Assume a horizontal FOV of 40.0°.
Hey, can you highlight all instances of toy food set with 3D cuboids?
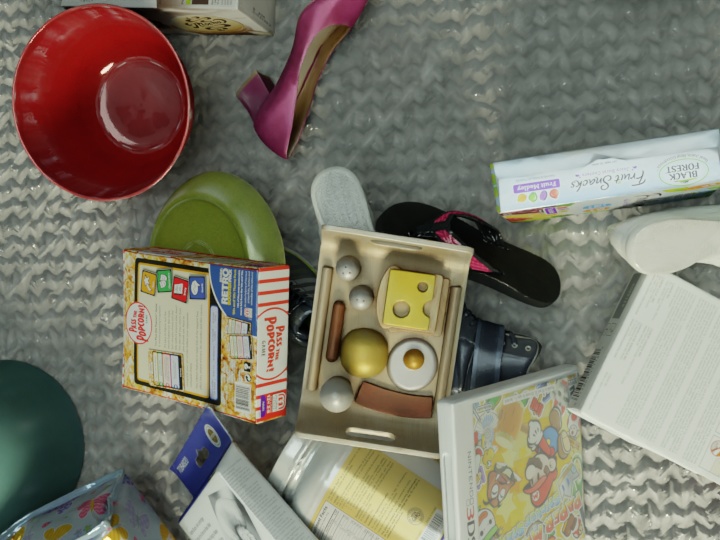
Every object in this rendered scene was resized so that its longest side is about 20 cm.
[{"bbox_3d":[0.021,0.065,0.920,0.143,0.060,0.200,8,95,1],"label":"toy food set"}]

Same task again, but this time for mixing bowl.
[{"bbox_3d":[-0.258,-0.179,1.066,0.200,0.108,0.200,2,99,11],"label":"mixing bowl"}]

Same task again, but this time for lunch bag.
[{"bbox_3d":[-0.298,0.332,1.054,0.200,0.127,0.170,-29,110,8],"label":"lunch bag"}]

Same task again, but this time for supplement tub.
[{"bbox_3d":[0.021,0.225,0.986,0.200,0.145,0.145,31,97,12],"label":"supplement tub"}]

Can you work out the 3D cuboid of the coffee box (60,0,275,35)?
[{"bbox_3d":[-0.201,-0.303,1.057,0.200,0.113,0.080,4,90,13],"label":"coffee box"}]

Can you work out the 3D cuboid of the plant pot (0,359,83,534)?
[{"bbox_3d":[-0.434,0.206,1.089,0.200,0.161,0.201,0,91,14],"label":"plant pot"}]

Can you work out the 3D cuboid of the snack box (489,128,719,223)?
[{"bbox_3d":[0.231,-0.085,0.936,0.200,0.142,0.053,-8,88,13],"label":"snack box"}]

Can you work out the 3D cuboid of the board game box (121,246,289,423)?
[{"bbox_3d":[-0.162,0.060,1.005,0.200,0.046,0.152,8,100,37],"label":"board game box"}]

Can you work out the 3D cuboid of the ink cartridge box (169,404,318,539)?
[{"bbox_3d":[-0.129,0.257,1.014,0.041,0.200,0.200,-34,78,-34],"label":"ink cartridge box"}]

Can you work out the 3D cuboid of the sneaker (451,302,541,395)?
[{"bbox_3d":[0.111,0.039,1.004,0.146,0.077,0.203,3,82,5],"label":"sneaker"}]

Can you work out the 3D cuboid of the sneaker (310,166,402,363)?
[{"bbox_3d":[0.000,0.000,1.008,0.074,0.116,0.200,-11,85,2],"label":"sneaker"}]

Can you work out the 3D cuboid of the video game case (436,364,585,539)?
[{"bbox_3d":[0.147,0.193,0.931,0.023,0.200,0.182,1,96,44],"label":"video game case"}]

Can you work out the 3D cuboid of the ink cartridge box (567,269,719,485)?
[{"bbox_3d":[0.325,0.109,0.960,0.200,0.047,0.160,28,85,-4],"label":"ink cartridge box"}]

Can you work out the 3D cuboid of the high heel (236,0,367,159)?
[{"bbox_3d":[-0.043,-0.212,1.036,0.200,0.067,0.096,-41,71,15],"label":"high heel"}]

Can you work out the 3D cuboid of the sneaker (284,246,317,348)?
[{"bbox_3d":[-0.062,0.034,1.039,0.200,0.081,0.074,34,97,12],"label":"sneaker"}]

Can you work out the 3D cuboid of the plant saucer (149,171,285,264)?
[{"bbox_3d":[-0.163,-0.005,1.049,0.200,0.031,0.200,4,97,37],"label":"plant saucer"}]

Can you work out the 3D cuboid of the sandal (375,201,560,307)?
[{"bbox_3d":[0.112,-0.024,0.966,0.200,0.045,0.075,20,56,-10],"label":"sandal"}]

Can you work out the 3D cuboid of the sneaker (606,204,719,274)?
[{"bbox_3d":[0.335,-0.037,0.950,0.200,0.088,0.075,1,105,-10],"label":"sneaker"}]
